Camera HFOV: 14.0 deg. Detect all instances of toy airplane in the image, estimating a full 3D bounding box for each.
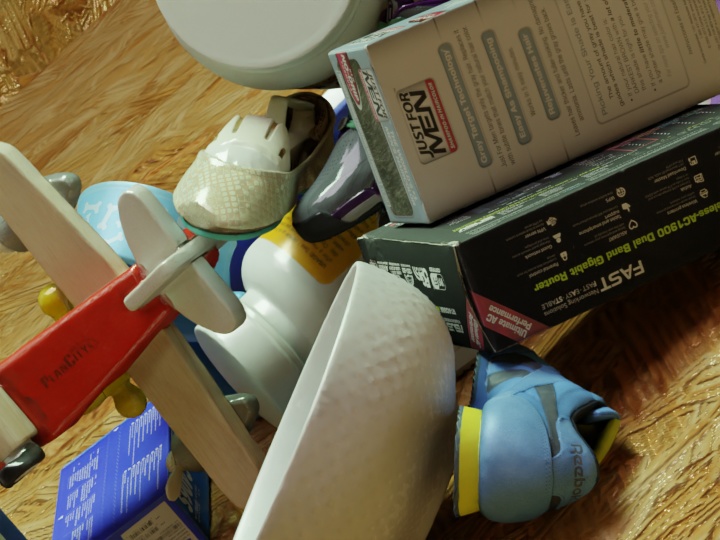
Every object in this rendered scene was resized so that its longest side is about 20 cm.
[{"bbox_3d":[-0.140,0.031,1.704,0.198,0.202,0.141,6,10,15],"label":"toy airplane"}]

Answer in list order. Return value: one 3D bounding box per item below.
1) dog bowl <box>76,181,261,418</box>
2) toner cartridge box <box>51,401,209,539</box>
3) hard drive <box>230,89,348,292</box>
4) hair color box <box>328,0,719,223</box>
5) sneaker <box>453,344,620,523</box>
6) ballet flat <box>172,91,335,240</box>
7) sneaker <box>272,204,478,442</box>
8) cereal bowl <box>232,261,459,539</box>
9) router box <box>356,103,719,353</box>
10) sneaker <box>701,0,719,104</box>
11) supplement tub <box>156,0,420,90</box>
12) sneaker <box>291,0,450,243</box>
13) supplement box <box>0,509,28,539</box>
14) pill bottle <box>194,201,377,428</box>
[{"bbox_3d":[-0.110,0.024,1.837,0.111,0.200,0.050,0,54,36],"label":"dog bowl"},{"bbox_3d":[-0.142,0.145,1.828,0.095,0.043,0.200,-36,15,7],"label":"toner cartridge box"},{"bbox_3d":[-0.032,-0.053,1.989,0.200,0.025,0.132,-44,-29,4],"label":"hard drive"},{"bbox_3d":[0.094,-0.108,1.560,0.199,0.100,0.061,-24,9,-19],"label":"hair color box"},{"bbox_3d":[0.090,0.080,1.449,0.078,0.066,0.200,0,10,6],"label":"sneaker"},{"bbox_3d":[-0.059,-0.066,1.675,0.200,0.067,0.063,-44,-35,-73],"label":"ballet flat"},{"bbox_3d":[0.010,0.023,1.682,0.200,0.109,0.070,-36,16,6],"label":"sneaker"},{"bbox_3d":[-0.003,0.101,1.470,0.200,0.083,0.201,-156,90,-87],"label":"cereal bowl"},{"bbox_3d":[0.116,-0.025,1.549,0.199,0.063,0.150,-24,10,-16],"label":"router box"},{"bbox_3d":[0.204,-0.130,1.713,0.080,0.089,0.200,-37,16,1],"label":"sneaker"},{"bbox_3d":[-0.040,-0.179,1.725,0.144,0.145,0.200,-36,-4,12],"label":"supplement tub"},{"bbox_3d":[0.019,-0.106,1.655,0.200,0.088,0.074,-44,14,-16],"label":"sneaker"},{"bbox_3d":[-0.300,0.245,1.732,0.199,0.134,0.200,-31,16,28],"label":"supplement box"},{"bbox_3d":[0.000,0.000,1.775,0.200,0.113,0.113,-43,15,-12],"label":"pill bottle"}]
